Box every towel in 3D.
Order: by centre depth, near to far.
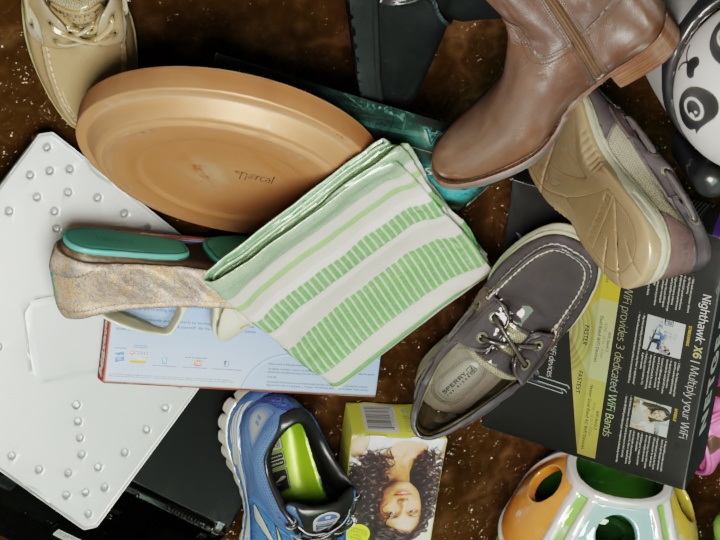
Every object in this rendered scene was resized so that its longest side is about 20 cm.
[{"bbox_3d":[0.000,0.000,1.365,0.152,0.023,0.200,-37,150,4],"label":"towel"}]

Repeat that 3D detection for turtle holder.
[{"bbox_3d":[0.192,0.201,1.522,0.184,0.141,0.132,23,127,15],"label":"turtle holder"}]

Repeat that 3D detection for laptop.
[{"bbox_3d":[-0.175,0.127,1.514,0.177,0.104,0.200,29,135,-21],"label":"laptop"}]

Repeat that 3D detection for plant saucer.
[{"bbox_3d":[-0.085,-0.069,1.336,0.199,0.033,0.201,8,158,3],"label":"plant saucer"}]

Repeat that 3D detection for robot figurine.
[{"bbox_3d":[0.240,-0.142,1.328,0.124,0.200,0.151,-25,119,5],"label":"robot figurine"}]

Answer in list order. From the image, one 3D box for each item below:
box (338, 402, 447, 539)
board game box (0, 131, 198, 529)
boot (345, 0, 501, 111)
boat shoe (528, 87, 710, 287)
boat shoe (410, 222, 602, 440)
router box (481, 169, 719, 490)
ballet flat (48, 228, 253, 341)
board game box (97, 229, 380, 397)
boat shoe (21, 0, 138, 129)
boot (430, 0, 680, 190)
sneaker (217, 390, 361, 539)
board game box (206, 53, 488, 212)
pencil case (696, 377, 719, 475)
[{"bbox_3d":[0.014,0.197,1.558,0.075,0.050,0.201,1,118,-9],"label":"box"},{"bbox_3d":[-0.200,0.041,1.416,0.200,0.026,0.201,39,83,-25],"label":"board game box"},{"bbox_3d":[0.070,-0.172,1.316,0.161,0.074,0.199,-9,147,-1],"label":"boot"},{"bbox_3d":[0.163,-0.064,1.359,0.064,0.201,0.072,3,128,-28],"label":"boat shoe"},{"bbox_3d":[0.097,0.048,1.422,0.072,0.065,0.200,35,129,-10],"label":"boat shoe"},{"bbox_3d":[0.174,0.036,1.454,0.156,0.052,0.201,17,120,21],"label":"router box"},{"bbox_3d":[-0.109,0.011,1.385,0.198,0.068,0.068,4,111,-14],"label":"ballet flat"},{"bbox_3d":[-0.078,0.031,1.438,0.198,0.019,0.104,5,99,-21],"label":"board game box"},{"bbox_3d":[-0.183,-0.171,1.323,0.071,0.065,0.201,-11,119,-3],"label":"boat shoe"},{"bbox_3d":[0.073,-0.154,1.231,0.186,0.064,0.200,-36,136,12],"label":"boot"},{"bbox_3d":[-0.043,0.181,1.473,0.078,0.089,0.201,-23,107,-24],"label":"sneaker"},{"bbox_3d":[-0.022,-0.077,1.372,0.199,0.028,0.135,16,157,-15],"label":"board game box"},{"bbox_3d":[0.320,0.086,1.523,0.199,0.094,0.091,-19,96,0],"label":"pencil case"}]
